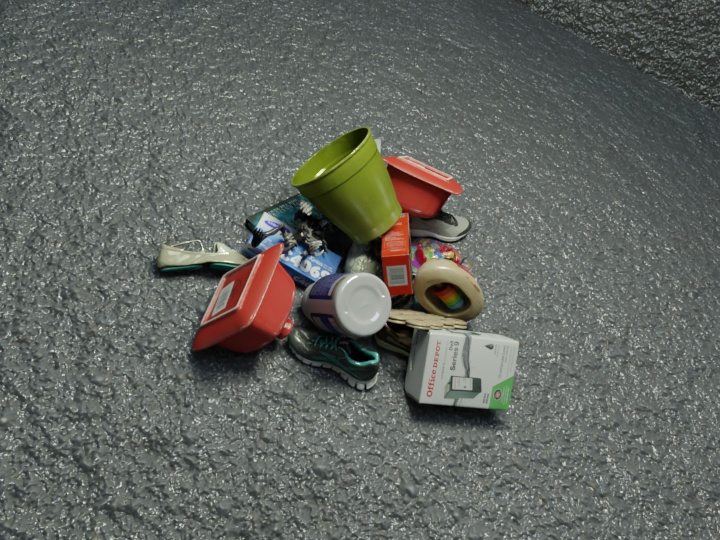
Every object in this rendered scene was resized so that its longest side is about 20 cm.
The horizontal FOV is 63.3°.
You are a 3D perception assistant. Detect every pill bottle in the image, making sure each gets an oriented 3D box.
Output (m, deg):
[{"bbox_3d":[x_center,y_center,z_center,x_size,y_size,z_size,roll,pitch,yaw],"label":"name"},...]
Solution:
[{"bbox_3d":[-0.038,0.065,1.153,0.120,0.200,0.120,1,89,-28],"label":"pill bottle"}]

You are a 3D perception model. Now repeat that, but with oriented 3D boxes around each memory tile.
[{"bbox_3d":[0.118,0.100,1.221,0.153,0.017,0.200,11,3,37],"label":"memory tile"}]

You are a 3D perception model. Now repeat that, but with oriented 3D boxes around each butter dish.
[{"bbox_3d":[0.127,-0.179,1.391,0.199,0.148,0.200,27,17,7],"label":"butter dish"},{"bbox_3d":[-0.193,0.079,1.112,0.148,0.199,0.200,40,46,-28],"label":"butter dish"}]

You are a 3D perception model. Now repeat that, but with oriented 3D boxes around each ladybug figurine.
[{"bbox_3d":[0.195,0.041,1.288,0.200,0.136,0.072,48,33,-35],"label":"ladybug figurine"}]

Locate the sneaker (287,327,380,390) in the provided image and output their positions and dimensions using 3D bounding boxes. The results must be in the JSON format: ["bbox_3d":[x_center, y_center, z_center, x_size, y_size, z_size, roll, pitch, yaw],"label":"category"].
[{"bbox_3d":[-0.047,0.155,1.156,0.200,0.091,0.078,25,46,-1],"label":"sneaker"}]

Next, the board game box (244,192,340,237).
[{"bbox_3d":[-0.152,-0.110,1.379,0.135,0.028,0.200,43,50,16],"label":"board game box"}]

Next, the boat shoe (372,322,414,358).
[{"bbox_3d":[0.129,0.153,1.242,0.202,0.075,0.075,17,47,-9],"label":"boat shoe"}]

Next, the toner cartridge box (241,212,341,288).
[{"bbox_3d":[-0.147,-0.035,1.276,0.200,0.043,0.095,30,52,-12],"label":"toner cartridge box"}]

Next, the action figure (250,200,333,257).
[{"bbox_3d":[-0.122,-0.076,1.221,0.200,0.102,0.119,-27,93,-38],"label":"action figure"}]

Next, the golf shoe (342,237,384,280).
[{"bbox_3d":[0.000,0.000,1.306,0.078,0.097,0.200,34,37,-18],"label":"golf shoe"}]

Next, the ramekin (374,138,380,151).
[{"bbox_3d":[-0.005,-0.220,1.421,0.098,0.201,0.201,3,49,0],"label":"ramekin"}]

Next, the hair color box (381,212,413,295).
[{"bbox_3d":[0.082,-0.040,1.285,0.061,0.102,0.200,-5,31,6],"label":"hair color box"}]

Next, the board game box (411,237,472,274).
[{"bbox_3d":[0.189,-0.036,1.410,0.158,0.039,0.200,33,33,15],"label":"board game box"}]

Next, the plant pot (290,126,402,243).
[{"bbox_3d":[-0.013,-0.169,1.252,0.193,0.200,0.200,54,41,-24],"label":"plant pot"}]

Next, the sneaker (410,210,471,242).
[{"bbox_3d":[0.202,-0.125,1.506,0.200,0.079,0.074,2,50,-23],"label":"sneaker"}]

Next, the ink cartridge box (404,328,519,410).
[{"bbox_3d":[0.204,0.198,1.182,0.200,0.084,0.146,7,93,-16],"label":"ink cartridge box"}]

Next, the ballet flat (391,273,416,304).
[{"bbox_3d":[0.058,0.054,1.295,0.200,0.075,0.068,-29,74,-37],"label":"ballet flat"}]

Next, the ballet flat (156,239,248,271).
[{"bbox_3d":[-0.318,-0.031,1.211,0.200,0.070,0.070,1,52,-23],"label":"ballet flat"}]

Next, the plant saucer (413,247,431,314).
[{"bbox_3d":[0.164,0.028,1.402,0.070,0.019,0.200,18,46,-8],"label":"plant saucer"}]
